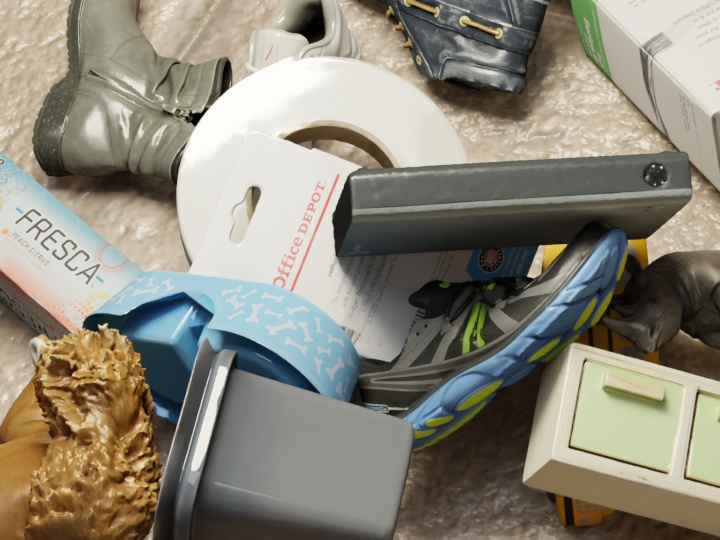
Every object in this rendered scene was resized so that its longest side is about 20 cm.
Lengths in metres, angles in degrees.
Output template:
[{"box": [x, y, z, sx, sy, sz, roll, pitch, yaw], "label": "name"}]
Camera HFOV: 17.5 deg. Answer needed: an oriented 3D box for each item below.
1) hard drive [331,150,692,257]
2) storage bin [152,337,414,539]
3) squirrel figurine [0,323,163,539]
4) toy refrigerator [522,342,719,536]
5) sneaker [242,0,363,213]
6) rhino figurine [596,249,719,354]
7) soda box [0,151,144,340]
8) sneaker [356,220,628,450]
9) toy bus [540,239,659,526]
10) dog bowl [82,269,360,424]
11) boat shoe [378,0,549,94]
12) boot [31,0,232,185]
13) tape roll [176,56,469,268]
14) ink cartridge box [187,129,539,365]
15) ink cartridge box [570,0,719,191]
[{"box": [0.086, -0.039, 1.408, 0.200, 0.140, 0.033, -3, 81, -5], "label": "hard drive"}, {"box": [-0.047, 0.153, 1.382, 0.134, 0.200, 0.146, 12, 56, 2], "label": "storage bin"}, {"box": [-0.179, 0.120, 1.438, 0.142, 0.200, 0.187, 38, 38, -15], "label": "squirrel figurine"}, {"box": [0.206, 0.110, 1.391, 0.200, 0.070, 0.076, 16, 69, -7], "label": "toy refrigerator"}, {"box": [-0.064, -0.121, 1.638, 0.078, 0.099, 0.200, 11, 56, 17], "label": "sneaker"}, {"box": [0.225, 0.021, 1.465, 0.200, 0.060, 0.087, -5, 52, -30], "label": "rhino figurine"}, {"box": [-0.206, 0.004, 1.594, 0.068, 0.064, 0.200, -40, 58, -19], "label": "soda box"}, {"box": [0.074, 0.030, 1.406, 0.200, 0.071, 0.083, -37, 72, 21], "label": "sneaker"}, {"box": [0.151, 0.062, 1.490, 0.078, 0.065, 0.200, -4, 53, 4], "label": "toy bus"}, {"box": [-0.083, 0.052, 1.449, 0.200, 0.111, 0.050, 7, 51, 42], "label": "dog bowl"}, {"box": [0.047, -0.183, 1.685, 0.200, 0.071, 0.091, 16, 94, 44], "label": "boat shoe"}, {"box": [-0.149, -0.146, 1.688, 0.131, 0.068, 0.200, 3, 63, 19], "label": "boot"}, {"box": [-0.024, -0.045, 1.564, 0.203, 0.037, 0.203, 1, 78, -3], "label": "tape roll"}, {"box": [0.000, 0.000, 1.501, 0.200, 0.068, 0.116, 22, 79, 0], "label": "ink cartridge box"}, {"box": [0.255, -0.158, 1.602, 0.146, 0.084, 0.200, -26, 44, -9], "label": "ink cartridge box"}]
